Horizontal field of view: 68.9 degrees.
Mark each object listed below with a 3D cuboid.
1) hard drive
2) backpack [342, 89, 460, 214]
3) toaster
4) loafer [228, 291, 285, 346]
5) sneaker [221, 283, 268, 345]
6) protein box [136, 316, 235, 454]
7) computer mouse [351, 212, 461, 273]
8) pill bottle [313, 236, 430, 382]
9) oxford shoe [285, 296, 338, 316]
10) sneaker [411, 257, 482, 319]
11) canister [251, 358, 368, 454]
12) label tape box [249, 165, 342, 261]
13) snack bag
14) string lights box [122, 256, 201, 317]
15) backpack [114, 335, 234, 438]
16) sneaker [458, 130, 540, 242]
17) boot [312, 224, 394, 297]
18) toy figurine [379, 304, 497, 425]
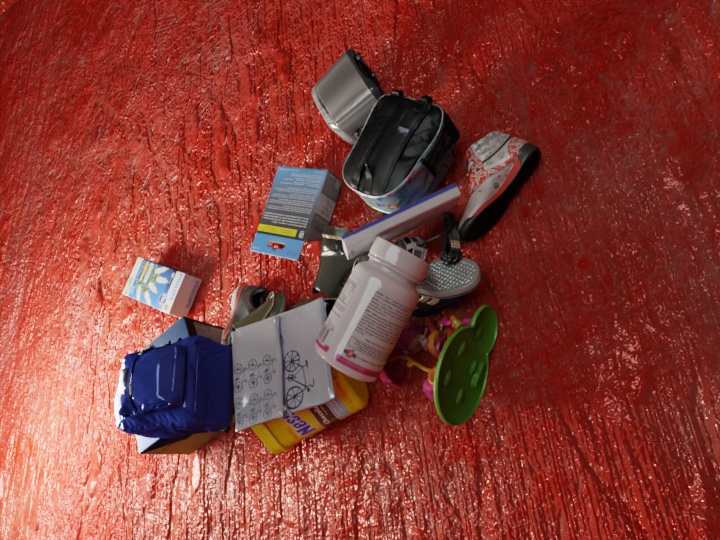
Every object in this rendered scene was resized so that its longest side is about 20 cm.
[{"bbox_3d":[0.063,-0.078,0.877,0.198,0.132,0.026,-25,84,-3],"label":"hard drive"},{"bbox_3d":[0.070,-0.205,0.975,0.177,0.150,0.201,29,82,38],"label":"backpack"},{"bbox_3d":[-0.020,-0.368,1.113,0.129,0.113,0.201,-37,60,18],"label":"toaster"},{"bbox_3d":[-0.218,0.121,1.038,0.201,0.069,0.075,-59,18,-12],"label":"loafer"},{"bbox_3d":[-0.233,0.122,1.099,0.081,0.077,0.203,-5,71,23],"label":"sneaker"},{"bbox_3d":[-0.364,0.243,1.097,0.198,0.135,0.201,-37,58,15],"label":"protein box"},{"bbox_3d":[0.080,-0.024,0.898,0.198,0.044,0.110,-21,41,16],"label":"computer mouse"},{"bbox_3d":[0.021,0.058,0.811,0.113,0.113,0.202,31,94,35],"label":"pill bottle"},{"bbox_3d":[-0.089,0.080,1.020,0.198,0.075,0.071,-13,69,29],"label":"oxford shoe"},{"bbox_3d":[0.126,0.032,0.894,0.198,0.079,0.079,-8,47,40],"label":"sneaker"},{"bbox_3d":[-0.102,0.223,0.941,0.199,0.087,0.149,-31,103,16],"label":"canister"},{"bbox_3d":[-0.138,-0.117,1.127,0.143,0.063,0.202,12,80,34],"label":"label tape box"},{"bbox_3d":[-0.135,0.159,0.892,0.198,0.021,0.191,-20,59,19],"label":"snack bag"},{"bbox_3d":[-0.489,0.041,1.293,0.198,0.059,0.104,14,80,34],"label":"string lights box"},{"bbox_3d":[-0.342,0.202,0.920,0.198,0.168,0.164,-17,58,27],"label":"backpack"},{"bbox_3d":[0.213,-0.151,0.921,0.108,0.067,0.202,39,92,36],"label":"sneaker"},{"bbox_3d":[0.000,0.000,1.008,0.198,0.077,0.140,16,94,37],"label":"boot"},{"bbox_3d":[0.105,0.132,0.865,0.183,0.151,0.201,7,55,43],"label":"toy figurine"}]
